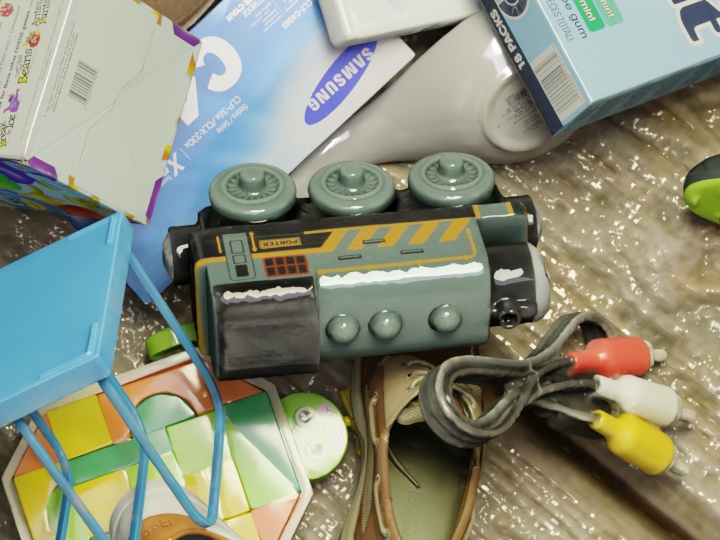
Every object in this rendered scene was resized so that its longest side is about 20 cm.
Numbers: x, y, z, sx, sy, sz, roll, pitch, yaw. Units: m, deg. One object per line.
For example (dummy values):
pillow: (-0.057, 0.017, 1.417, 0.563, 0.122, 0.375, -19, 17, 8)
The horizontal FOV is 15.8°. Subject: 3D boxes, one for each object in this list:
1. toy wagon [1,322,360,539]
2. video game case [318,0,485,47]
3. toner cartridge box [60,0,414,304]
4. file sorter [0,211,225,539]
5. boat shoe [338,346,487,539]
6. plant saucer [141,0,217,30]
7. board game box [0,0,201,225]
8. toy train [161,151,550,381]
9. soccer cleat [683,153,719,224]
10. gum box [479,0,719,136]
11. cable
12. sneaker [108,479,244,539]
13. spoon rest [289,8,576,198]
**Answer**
toy wagon: (-0.087, 0.107, 1.388, 0.199, 0.040, 0.156, -19, 80, -6)
video game case: (0.036, -0.232, 1.416, 0.182, 0.024, 0.201, -14, 85, -30)
toner cartridge box: (-0.076, -0.083, 1.406, 0.200, 0.043, 0.095, -44, 99, -4)
file sorter: (-0.178, 0.089, 1.282, 0.200, 0.139, 0.123, -25, 117, 14)
boat shoe: (0.037, 0.086, 1.357, 0.075, 0.074, 0.201, 13, 58, -14)
plant saucer: (-0.126, -0.201, 1.416, 0.200, 0.037, 0.201, -9, 73, 30)
board game box: (-0.199, -0.096, 1.344, 0.200, 0.103, 0.105, 9, 77, 36)
toy train: (0.000, 0.000, 1.331, 0.199, 0.085, 0.114, -4, 37, -8)
soccer cleat: (0.273, -0.065, 1.431, 0.199, 0.068, 0.081, -6, 61, -4)
gum box: (0.146, -0.181, 1.410, 0.200, 0.045, 0.170, -21, 78, -35)
cable: (0.103, 0.054, 1.352, 0.050, 0.200, 0.097, -25, 65, 32)
sneaker: (-0.042, 0.188, 1.327, 0.200, 0.085, 0.073, 34, 94, -19)
spoon rest: (0.040, -0.078, 1.415, 0.200, 0.100, 0.061, -30, 37, -5)
